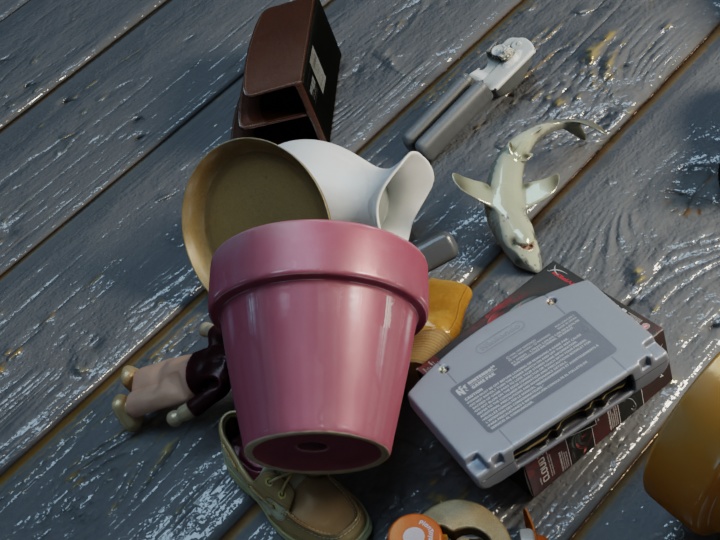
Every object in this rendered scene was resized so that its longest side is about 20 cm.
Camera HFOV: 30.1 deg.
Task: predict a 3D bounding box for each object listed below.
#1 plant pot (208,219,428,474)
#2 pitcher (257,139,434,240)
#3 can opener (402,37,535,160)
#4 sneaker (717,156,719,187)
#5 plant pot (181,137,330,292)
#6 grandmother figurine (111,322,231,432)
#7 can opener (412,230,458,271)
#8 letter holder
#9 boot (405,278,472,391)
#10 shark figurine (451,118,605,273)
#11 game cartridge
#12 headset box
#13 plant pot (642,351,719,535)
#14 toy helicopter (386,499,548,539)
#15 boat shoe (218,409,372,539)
[{"bbox_3d":[-0.037,0.077,1.182,0.199,0.200,0.179,-8,65,17],"label":"plant pot"},{"bbox_3d":[-0.035,-0.057,1.475,0.200,0.121,0.172,9,77,33],"label":"pitcher"},{"bbox_3d":[0.137,-0.204,1.599,0.200,0.067,0.053,-43,42,-11],"label":"can opener"},{"bbox_3d":[0.432,-0.150,1.407,0.093,0.070,0.200,11,46,10],"label":"sneaker"},{"bbox_3d":[-0.109,-0.045,1.451,0.200,0.201,0.027,7,14,30],"label":"plant pot"},{"bbox_3d":[-0.160,0.103,1.346,0.200,0.061,0.122,-16,56,35],"label":"grandmother figurine"},{"bbox_3d":[0.000,0.000,1.375,0.200,0.067,0.053,-28,5,-6],"label":"can opener"},{"bbox_3d":[-0.113,-0.246,1.722,0.142,0.101,0.200,-11,41,15],"label":"letter holder"},{"bbox_3d":[0.010,0.069,1.353,0.201,0.071,0.144,-7,31,25],"label":"boot"},{"bbox_3d":[0.170,-0.099,1.454,0.128,0.090,0.215,27,62,3],"label":"shark figurine"},{"bbox_3d":[0.149,0.092,1.162,0.200,0.041,0.133,-31,46,-11],"label":"game cartridge"},{"bbox_3d":[0.161,0.102,1.229,0.200,0.075,0.149,-36,43,-16],"label":"headset box"},{"bbox_3d":[0.350,0.153,1.015,0.200,0.200,0.183,-37,57,-18],"label":"plant pot"},{"bbox_3d":[0.117,0.265,1.089,0.132,0.079,0.200,-25,50,-18],"label":"toy helicopter"},{"bbox_3d":[-0.070,0.194,1.238,0.074,0.066,0.200,-42,44,-22],"label":"boat shoe"}]
